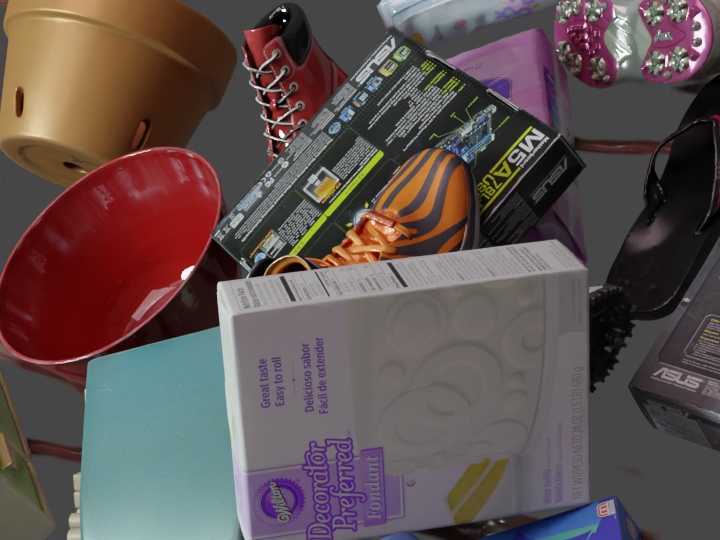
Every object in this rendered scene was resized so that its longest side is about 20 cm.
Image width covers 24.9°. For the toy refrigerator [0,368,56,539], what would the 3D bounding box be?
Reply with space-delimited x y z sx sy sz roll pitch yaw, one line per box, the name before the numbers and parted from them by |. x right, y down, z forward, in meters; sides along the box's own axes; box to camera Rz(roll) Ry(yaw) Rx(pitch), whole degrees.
toy refrigerator | -0.295 0.130 1.243 0.070 0.076 0.200 -35 40 2

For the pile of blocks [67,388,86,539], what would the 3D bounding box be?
pile of blocks | -0.158 0.169 1.117 0.062 0.082 0.201 -3 59 14

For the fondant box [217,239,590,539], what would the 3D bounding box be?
fondant box | 0.026 0.069 0.907 0.198 0.145 0.058 -7 20 -9

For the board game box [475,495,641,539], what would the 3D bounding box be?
board game box | 0.068 0.226 0.913 0.199 0.045 0.153 -22 43 18

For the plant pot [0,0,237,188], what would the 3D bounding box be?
plant pot | -0.219 -0.147 1.373 0.199 0.200 0.141 6 72 39

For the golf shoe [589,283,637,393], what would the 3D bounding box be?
golf shoe | 0.079 0.062 1.035 0.199 0.078 0.095 -37 40 -1

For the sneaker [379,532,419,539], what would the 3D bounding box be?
sneaker | -0.005 0.240 0.872 0.078 0.070 0.201 25 77 45

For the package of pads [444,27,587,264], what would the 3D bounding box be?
package of pads | 0.090 -0.074 1.157 0.120 0.076 0.201 -21 43 22

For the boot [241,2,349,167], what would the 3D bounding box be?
boot | -0.060 -0.101 1.237 0.072 0.145 0.201 -8 49 27

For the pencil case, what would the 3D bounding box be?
pencil case | 0.113 -0.234 1.282 0.199 0.084 0.091 -17 22 24

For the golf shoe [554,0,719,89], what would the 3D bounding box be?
golf shoe | 0.214 -0.167 1.171 0.091 0.076 0.200 -6 14 -25

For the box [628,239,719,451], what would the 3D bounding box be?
box | 0.276 0.043 0.933 0.199 0.048 0.159 17 63 43

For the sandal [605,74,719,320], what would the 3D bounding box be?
sandal | 0.218 -0.058 1.072 0.075 0.045 0.201 9 58 41

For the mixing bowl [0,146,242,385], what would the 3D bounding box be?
mixing bowl | -0.164 0.017 1.227 0.199 0.109 0.201 -19 44 19

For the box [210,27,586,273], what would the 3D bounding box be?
box | 0.019 -0.046 1.090 0.200 0.048 0.193 -49 48 -2

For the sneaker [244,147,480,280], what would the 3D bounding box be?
sneaker | 0.000 0.000 0.967 0.077 0.112 0.201 15 73 35

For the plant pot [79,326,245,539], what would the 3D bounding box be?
plant pot | -0.091 0.161 1.022 0.140 0.141 0.201 -14 52 25
